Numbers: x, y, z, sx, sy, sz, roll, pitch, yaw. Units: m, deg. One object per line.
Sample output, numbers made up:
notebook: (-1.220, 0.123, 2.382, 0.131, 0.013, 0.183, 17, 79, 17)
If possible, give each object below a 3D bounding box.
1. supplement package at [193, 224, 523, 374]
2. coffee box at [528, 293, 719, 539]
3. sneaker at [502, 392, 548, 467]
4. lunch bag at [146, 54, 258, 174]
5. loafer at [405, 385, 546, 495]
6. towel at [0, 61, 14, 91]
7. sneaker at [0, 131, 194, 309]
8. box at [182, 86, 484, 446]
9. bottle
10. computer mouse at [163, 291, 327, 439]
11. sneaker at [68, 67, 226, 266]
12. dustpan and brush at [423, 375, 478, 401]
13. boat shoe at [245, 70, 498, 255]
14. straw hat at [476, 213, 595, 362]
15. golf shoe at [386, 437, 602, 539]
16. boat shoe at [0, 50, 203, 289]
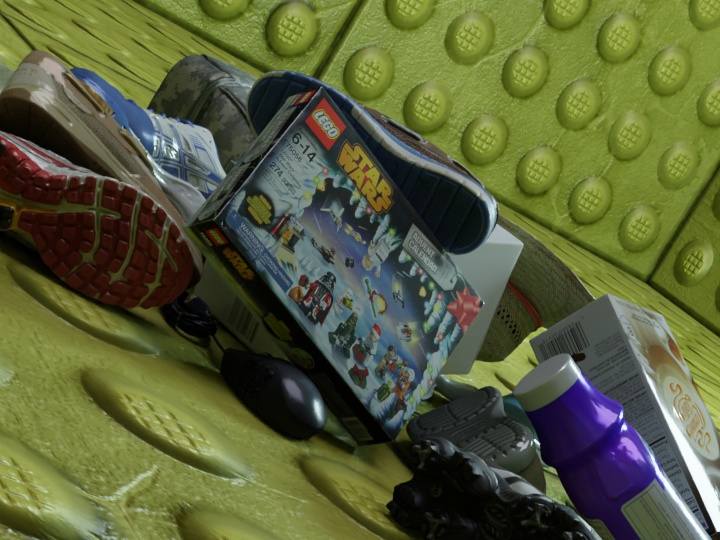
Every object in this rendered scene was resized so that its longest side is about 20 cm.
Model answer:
supplement package: (0.000, 0.000, 1.392, 0.199, 0.120, 0.121, 3, 26, -43)
coffee box: (0.219, 0.130, 1.419, 0.114, 0.080, 0.201, 16, 46, -56)
sneaker: (0.171, 0.094, 1.573, 0.079, 0.131, 0.200, 35, 9, 16)
lunch bag: (-0.088, -0.086, 1.660, 0.168, 0.140, 0.200, 37, 11, 39)
loafer: (0.082, 0.133, 1.281, 0.200, 0.075, 0.070, -125, -168, -79)
towel: (-0.306, -0.152, 1.619, 0.148, 0.037, 0.200, 31, 8, 0)
sneaker: (-0.198, -0.044, 1.227, 0.199, 0.078, 0.082, 31, 7, -8)
box: (-0.013, -0.002, 1.239, 0.040, 0.137, 0.200, -13, -57, 47)
bottle: (0.177, 0.149, 1.255, 0.201, 0.065, 0.084, 55, 2, -8)
computer mouse: (-0.079, 0.052, 1.245, 0.058, 0.034, 0.200, 23, 11, -41)
sneaker: (-0.156, -0.087, 1.386, 0.075, 0.088, 0.200, -7, -46, 39)
dustpan and brush: (0.043, 0.073, 1.546, 0.199, 0.057, 0.140, 20, 24, -28)
boat shoe: (0.008, -0.076, 1.329, 0.199, 0.072, 0.072, 35, 17, 7)
straw hat: (0.098, 0.025, 1.509, 0.201, 0.085, 0.201, 38, -14, 11)
golf shoe: (0.107, 0.166, 1.100, 0.094, 0.078, 0.200, 24, 12, -45)
boat shoe: (-0.171, -0.068, 1.293, 0.200, 0.071, 0.065, 52, 40, -31)
